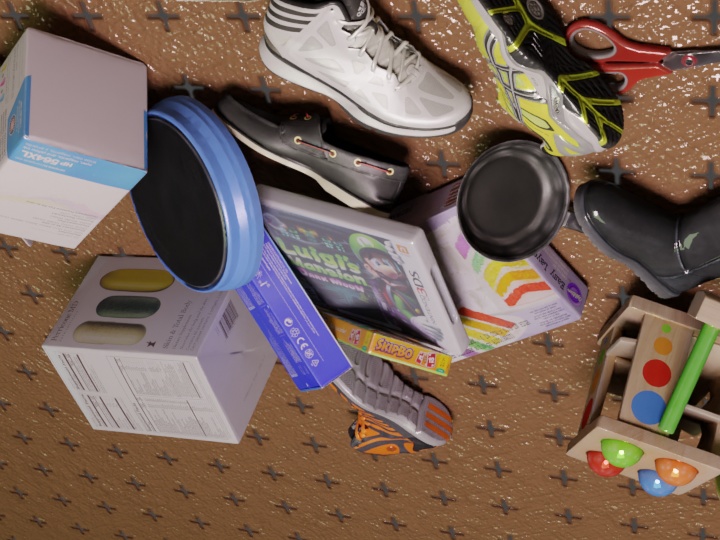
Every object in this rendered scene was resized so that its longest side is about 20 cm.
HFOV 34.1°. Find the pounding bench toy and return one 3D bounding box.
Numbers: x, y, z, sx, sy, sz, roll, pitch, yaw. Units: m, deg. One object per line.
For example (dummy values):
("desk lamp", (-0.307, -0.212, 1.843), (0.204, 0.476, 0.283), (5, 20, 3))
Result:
("pounding bench toy", (0.292, 0.120, 1.116), (0.124, 0.156, 0.200), (19, 159, 3))

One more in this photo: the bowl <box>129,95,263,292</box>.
("bowl", (-0.170, -0.071, 1.165), (0.200, 0.039, 0.201), (32, 134, 40))

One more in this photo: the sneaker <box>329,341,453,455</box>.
("sneaker", (0.004, 0.165, 1.397), (0.200, 0.078, 0.112), (39, 136, -19))

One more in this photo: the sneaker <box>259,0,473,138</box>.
("sneaker", (0.008, -0.187, 0.999), (0.200, 0.076, 0.115), (22, 155, 3))

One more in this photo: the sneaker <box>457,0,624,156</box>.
("sneaker", (0.132, -0.169, 0.972), (0.076, 0.075, 0.200), (-23, 112, 47))

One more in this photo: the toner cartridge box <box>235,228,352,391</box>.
("toner cartridge box", (-0.089, 0.032, 1.235), (0.200, 0.043, 0.095), (58, 163, -3))

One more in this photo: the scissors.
("scissors", (0.260, -0.170, 0.973), (0.200, 0.014, 0.073), (8, 135, 14))

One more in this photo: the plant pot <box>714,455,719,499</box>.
("plant pot", (0.451, 0.140, 1.106), (0.200, 0.200, 0.193), (9, 126, 15))

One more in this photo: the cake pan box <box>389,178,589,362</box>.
("cake pan box", (0.100, 0.004, 1.202), (0.200, 0.052, 0.184), (-22, 121, 40))

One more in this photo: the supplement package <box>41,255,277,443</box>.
("supplement package", (-0.224, 0.088, 1.356), (0.200, 0.152, 0.151), (2, 135, 22))

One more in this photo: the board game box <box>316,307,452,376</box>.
("board game box", (0.008, 0.071, 1.247), (0.095, 0.030, 0.200), (18, 177, -27))

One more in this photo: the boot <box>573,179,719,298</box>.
("boot", (0.313, -0.053, 1.026), (0.165, 0.066, 0.200), (33, 146, -31))

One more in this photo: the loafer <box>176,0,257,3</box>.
("loafer", (-0.159, -0.265, 1.010), (0.200, 0.068, 0.076), (12, 139, 12))

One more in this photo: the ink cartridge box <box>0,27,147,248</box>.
("ink cartridge box", (-0.310, -0.118, 1.160), (0.125, 0.129, 0.200), (14, 147, -34))

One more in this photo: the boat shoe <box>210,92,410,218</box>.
("boat shoe", (-0.048, -0.122, 1.125), (0.201, 0.074, 0.063), (29, 106, 6))

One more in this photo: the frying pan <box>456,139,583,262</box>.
("frying pan", (0.174, -0.069, 1.094), (0.190, 0.031, 0.115), (-7, 108, -18))

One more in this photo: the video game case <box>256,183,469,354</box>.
("video game case", (0.000, 0.000, 1.168), (0.200, 0.023, 0.182), (17, 150, 34))
